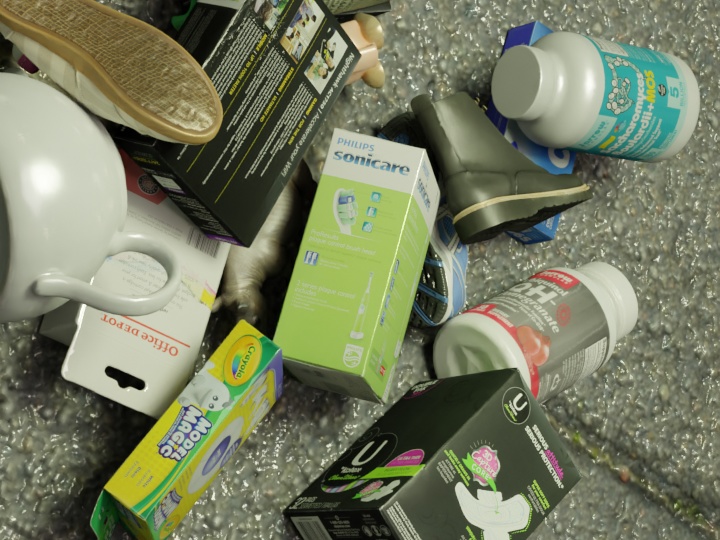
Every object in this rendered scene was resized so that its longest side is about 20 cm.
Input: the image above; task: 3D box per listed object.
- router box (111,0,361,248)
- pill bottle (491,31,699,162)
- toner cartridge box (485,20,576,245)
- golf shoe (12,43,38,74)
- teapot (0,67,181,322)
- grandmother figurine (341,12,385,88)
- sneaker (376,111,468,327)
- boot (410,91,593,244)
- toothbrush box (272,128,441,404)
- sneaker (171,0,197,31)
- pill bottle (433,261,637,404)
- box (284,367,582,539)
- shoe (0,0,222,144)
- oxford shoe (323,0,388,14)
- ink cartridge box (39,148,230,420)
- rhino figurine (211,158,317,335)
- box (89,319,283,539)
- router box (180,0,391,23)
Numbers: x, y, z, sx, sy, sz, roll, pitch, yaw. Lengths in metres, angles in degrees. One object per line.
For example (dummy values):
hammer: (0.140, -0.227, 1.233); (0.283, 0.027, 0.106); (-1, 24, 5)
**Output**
router box: (-0.093, -0.140, 1.374); (0.200, 0.051, 0.149); (-60, 140, -17)
pill bottle: (0.222, -0.167, 1.656); (0.200, 0.111, 0.111); (5, 81, -37)
toner cartridge box: (0.169, -0.136, 1.708); (0.095, 0.043, 0.200); (27, 68, -31)
golf shoe: (-0.255, -0.235, 1.363); (0.091, 0.075, 0.200); (29, 41, -19)
teapot: (-0.239, -0.059, 1.292); (0.146, 0.197, 0.201); (-15, 97, -39)
grandmother figurine: (-0.072, -0.169, 1.503); (0.200, 0.061, 0.122); (-24, 122, -27)
sneaker: (0.056, -0.047, 1.603); (0.077, 0.076, 0.201); (0, 83, -60)
boot: (0.135, -0.108, 1.602); (0.200, 0.077, 0.139); (-12, 76, -57)
toothbrush box: (0.000, 0.000, 1.476); (0.146, 0.086, 0.200); (56, 50, -75)
sneaker: (-0.090, -0.259, 1.439); (0.084, 0.074, 0.200); (42, 63, -32)
pill bottle: (0.172, 0.062, 1.640); (0.200, 0.111, 0.111); (-26, 100, -39)
box: (0.065, 0.196, 1.517); (0.200, 0.148, 0.124); (-40, 107, -34)
shoe: (-0.189, -0.155, 1.271); (0.200, 0.053, 0.070); (35, 63, -4)
oxford shoe: (0.000, -0.259, 1.491); (0.200, 0.075, 0.058); (-28, 100, -59)
ink cartridge box: (-0.183, 0.015, 1.403); (0.116, 0.067, 0.200); (28, 66, -32)
rhino figurine: (-0.084, -0.016, 1.474); (0.087, 0.060, 0.200); (46, 54, -50)
box: (-0.138, 0.143, 1.374); (0.048, 0.117, 0.200); (37, 72, 12)
router box: (-0.074, -0.297, 1.536); (0.200, 0.052, 0.158); (-10, 91, -38)
